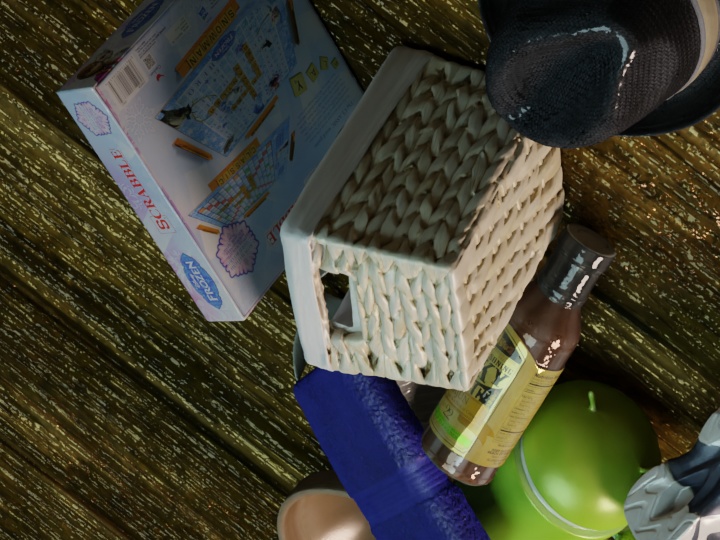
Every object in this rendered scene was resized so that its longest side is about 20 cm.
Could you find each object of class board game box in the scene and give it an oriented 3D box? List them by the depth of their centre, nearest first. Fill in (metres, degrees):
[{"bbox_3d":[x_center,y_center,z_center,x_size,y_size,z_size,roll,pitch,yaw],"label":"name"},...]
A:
[{"bbox_3d":[-0.087,-0.105,1.633,0.041,0.200,0.200,-3,128,44],"label":"board game box"}]

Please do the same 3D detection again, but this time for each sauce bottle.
[{"bbox_3d":[0.113,0.058,1.694,0.065,0.065,0.200,32,111,7],"label":"sauce bottle"}]

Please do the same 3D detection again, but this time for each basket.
[{"bbox_3d":[0.048,-0.034,1.604,0.123,0.200,0.136,12,139,21],"label":"basket"}]

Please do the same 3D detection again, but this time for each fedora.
[{"bbox_3d":[0.141,-0.138,1.488,0.200,0.092,0.201,23,143,19],"label":"fedora"}]

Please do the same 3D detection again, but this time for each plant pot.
[{"bbox_3d":[0.039,0.222,1.982,0.200,0.093,0.201,23,141,20],"label":"plant pot"}]

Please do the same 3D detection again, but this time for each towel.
[{"bbox_3d":[0.031,0.149,1.801,0.200,0.049,0.148,59,156,4],"label":"towel"}]

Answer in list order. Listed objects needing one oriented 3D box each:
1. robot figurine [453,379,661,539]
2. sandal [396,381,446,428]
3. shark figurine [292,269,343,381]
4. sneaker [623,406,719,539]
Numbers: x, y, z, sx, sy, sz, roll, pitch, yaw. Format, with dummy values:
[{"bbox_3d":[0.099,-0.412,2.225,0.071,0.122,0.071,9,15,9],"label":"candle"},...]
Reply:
[{"bbox_3d":[0.146,0.154,1.793,0.176,0.116,0.200,48,144,0],"label":"robot figurine"},{"bbox_3d":[0.044,0.071,1.835,0.050,0.082,0.203,59,155,32],"label":"sandal"},{"bbox_3d":[-0.019,-0.003,1.787,0.128,0.090,0.214,45,142,-8],"label":"shark figurine"},{"bbox_3d":[0.296,0.142,1.695,0.199,0.129,0.080,-45,53,22],"label":"sneaker"}]
